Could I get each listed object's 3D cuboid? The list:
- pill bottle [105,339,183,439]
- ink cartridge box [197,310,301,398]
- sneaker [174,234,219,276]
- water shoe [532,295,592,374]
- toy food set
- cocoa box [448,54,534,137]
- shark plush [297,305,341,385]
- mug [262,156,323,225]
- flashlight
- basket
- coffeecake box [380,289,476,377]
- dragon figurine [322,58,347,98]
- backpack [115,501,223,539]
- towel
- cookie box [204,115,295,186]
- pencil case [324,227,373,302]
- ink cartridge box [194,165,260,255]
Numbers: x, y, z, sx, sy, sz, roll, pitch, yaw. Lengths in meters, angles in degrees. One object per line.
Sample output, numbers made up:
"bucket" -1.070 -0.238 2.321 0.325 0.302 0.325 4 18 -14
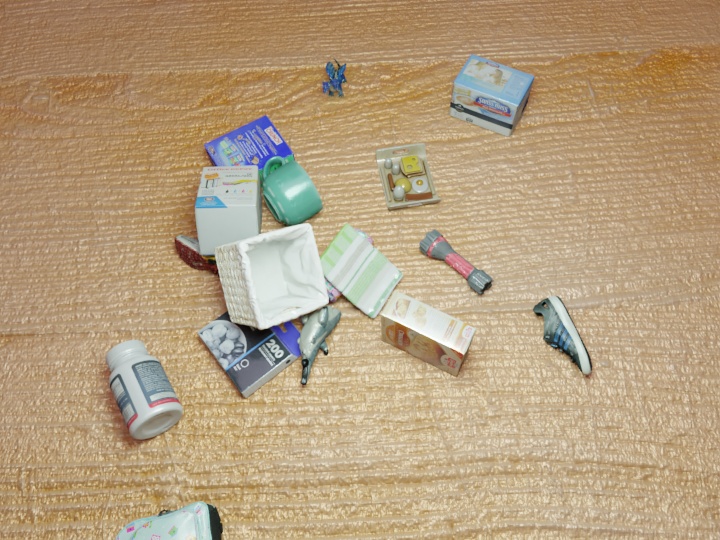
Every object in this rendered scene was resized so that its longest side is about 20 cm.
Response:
"pill bottle" -0.490 0.261 1.342 0.119 0.120 0.200 -29 64 -13
"ink cartridge box" -0.252 0.165 1.430 0.200 0.043 0.198 -36 66 -18
"sneaker" -0.387 -0.045 1.541 0.199 0.078 0.082 22 49 10
"water shoe" 0.473 0.159 1.407 0.079 0.071 0.201 -28 62 18
"toy food set" 0.129 -0.260 1.639 0.142 0.061 0.201 -9 62 -3
"cocoa box" 0.374 -0.503 1.724 0.199 0.132 0.134 25 65 15
"shark plush" -0.095 0.169 1.405 0.090 0.083 0.201 -20 47 35
"mug" -0.193 -0.200 1.573 0.114 0.153 0.185 -34 36 -12
"flashlight" 0.238 -0.020 1.501 0.068 0.068 0.200 -39 66 -19
"basket" -0.208 0.009 1.375 0.197 0.160 0.202 -20 103 -39
"coffeecake box" 0.150 0.145 1.364 0.199 0.154 0.073 25 65 15
"dragon figurine" -0.073 -0.591 1.805 0.058 0.100 0.201 7 62 5
"backpack" -0.377 0.556 1.162 0.199 0.153 0.177 -16 67 0
"towel" 0.000 0.000 1.459 0.200 0.031 0.150 42 65 -16
"cookie box" -0.306 -0.317 1.676 0.199 0.075 0.172 -29 64 -13
"pencil case" -0.048 -0.014 1.497 0.087 0.088 0.200 29 65 16
"ink cartridge box" -0.326 -0.154 1.508 0.146 0.145 0.201 -2 37 -6
